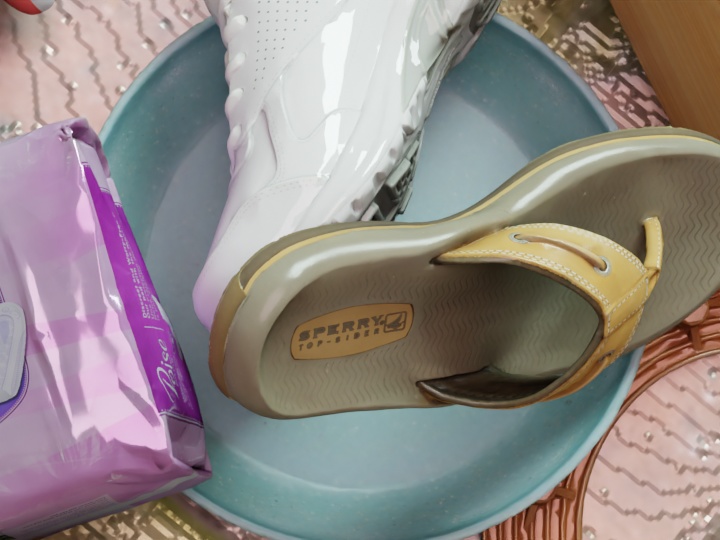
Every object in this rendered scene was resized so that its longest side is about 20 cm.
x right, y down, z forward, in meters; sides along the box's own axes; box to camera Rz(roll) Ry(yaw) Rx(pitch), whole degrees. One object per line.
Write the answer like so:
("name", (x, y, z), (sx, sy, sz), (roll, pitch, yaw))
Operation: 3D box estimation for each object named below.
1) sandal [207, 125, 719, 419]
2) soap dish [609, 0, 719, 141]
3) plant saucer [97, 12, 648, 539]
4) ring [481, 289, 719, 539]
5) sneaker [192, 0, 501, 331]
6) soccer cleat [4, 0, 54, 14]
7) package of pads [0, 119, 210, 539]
("sandal", (0.048, 0.011, 0.903), (0.200, 0.054, 0.081), (-14, 121, -29))
("soap dish", (0.178, -0.130, 0.975), (0.200, 0.081, 0.158), (-33, 110, -12))
("plant saucer", (0.000, 0.000, 0.980), (0.199, 0.036, 0.201), (1, 77, -3))
("ring", (0.142, 0.091, 0.991), (0.200, 0.019, 0.201), (1, 81, -5))
("sneaker", (-0.019, -0.067, 0.946), (0.099, 0.078, 0.200), (23, 68, 8))
("soccer cleat", (-0.153, -0.180, 0.984), (0.085, 0.069, 0.200), (-36, 81, -1))
("package of pads", (-0.158, 0.040, 0.914), (0.200, 0.076, 0.121), (-20, 80, 6))
